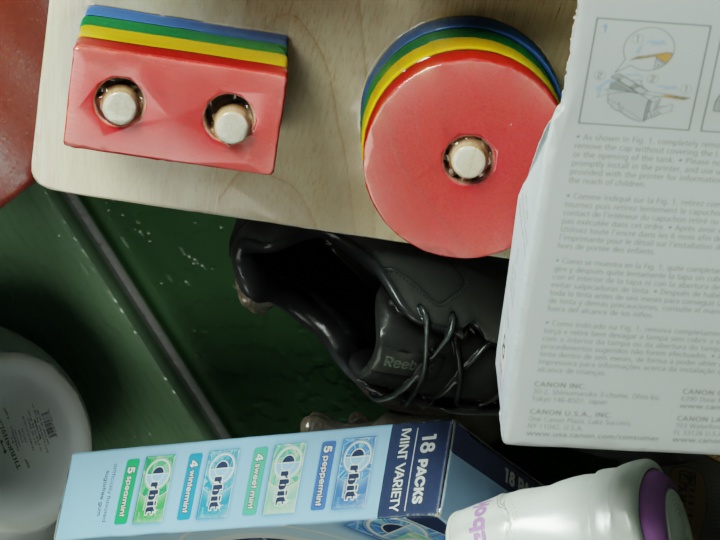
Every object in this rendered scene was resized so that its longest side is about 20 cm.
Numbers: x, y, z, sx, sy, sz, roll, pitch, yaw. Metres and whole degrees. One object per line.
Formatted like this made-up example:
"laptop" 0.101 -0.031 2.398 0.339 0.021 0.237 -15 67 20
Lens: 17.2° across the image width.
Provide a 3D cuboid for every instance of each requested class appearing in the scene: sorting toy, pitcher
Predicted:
"sorting toy" -0.001 -0.101 0.776 0.197 0.070 0.202 8 111 -4
"pitcher" -0.222 0.066 1.116 0.199 0.121 0.173 -12 104 50

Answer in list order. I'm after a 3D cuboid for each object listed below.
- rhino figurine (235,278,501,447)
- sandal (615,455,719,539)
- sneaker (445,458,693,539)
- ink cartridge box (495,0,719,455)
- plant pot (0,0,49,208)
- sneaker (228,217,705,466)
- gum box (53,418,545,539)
"rhino figurine" 0.000 0.000 0.958 0.087 0.060 0.201 -8 119 28
"sandal" 0.122 0.059 0.938 0.081 0.055 0.201 14 132 20
"sneaker" 0.087 0.132 0.929 0.099 0.075 0.200 -8 145 12
"ink cartridge box" 0.133 -0.028 0.740 0.161 0.057 0.201 3 123 -4
"plant pot" -0.192 -0.123 0.887 0.200 0.201 0.196 -16 124 39
"sneaker" 0.038 0.025 0.870 0.199 0.091 0.076 24 118 3
"gum box" -0.001 0.121 1.019 0.199 0.045 0.170 -8 150 34
